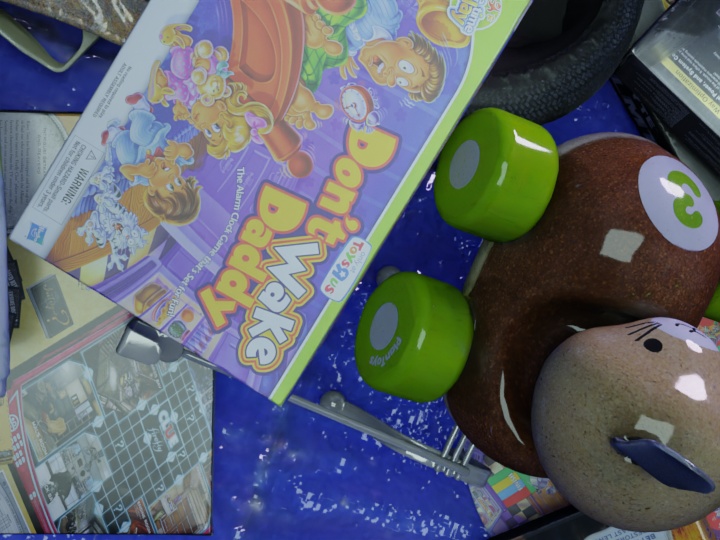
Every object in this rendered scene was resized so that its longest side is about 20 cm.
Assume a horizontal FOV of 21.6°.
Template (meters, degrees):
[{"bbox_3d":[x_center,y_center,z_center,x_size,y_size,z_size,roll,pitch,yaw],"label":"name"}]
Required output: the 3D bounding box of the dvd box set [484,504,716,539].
[{"bbox_3d":[0.129,0.210,0.908,0.146,0.029,0.200,-24,92,15],"label":"dvd box set"}]

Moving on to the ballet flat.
[{"bbox_3d":[-0.116,-0.118,0.895,0.200,0.068,0.067,26,107,0],"label":"ballet flat"}]

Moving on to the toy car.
[{"bbox_3d":[0.121,0.042,0.778,0.164,0.200,0.158,19,105,-29],"label":"toy car"}]

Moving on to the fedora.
[{"bbox_3d":[0.028,-0.138,0.877,0.200,0.092,0.201,3,72,-8],"label":"fedora"}]

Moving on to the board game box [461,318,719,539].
[{"bbox_3d":[0.152,0.078,0.926,0.200,0.039,0.158,12,90,-6],"label":"board game box"}]

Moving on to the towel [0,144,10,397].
[{"bbox_3d":[-0.207,-0.041,0.829,0.048,0.171,0.200,-5,93,-37],"label":"towel"}]

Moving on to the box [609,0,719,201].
[{"bbox_3d":[0.238,-0.093,0.921,0.198,0.050,0.200,-29,88,-4],"label":"box"}]

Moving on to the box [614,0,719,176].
[{"bbox_3d":[0.244,-0.084,0.871,0.200,0.049,0.161,43,81,1],"label":"box"}]

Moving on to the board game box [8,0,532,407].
[{"bbox_3d":[-0.036,-0.064,0.788,0.134,0.045,0.200,31,95,1],"label":"board game box"}]

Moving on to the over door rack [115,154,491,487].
[{"bbox_3d":[0.000,0.000,0.880,0.200,0.067,0.148,23,94,-23],"label":"over door rack"}]

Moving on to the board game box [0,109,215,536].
[{"bbox_3d":[-0.135,0.024,0.893,0.135,0.035,0.200,2,95,-5],"label":"board game box"}]
